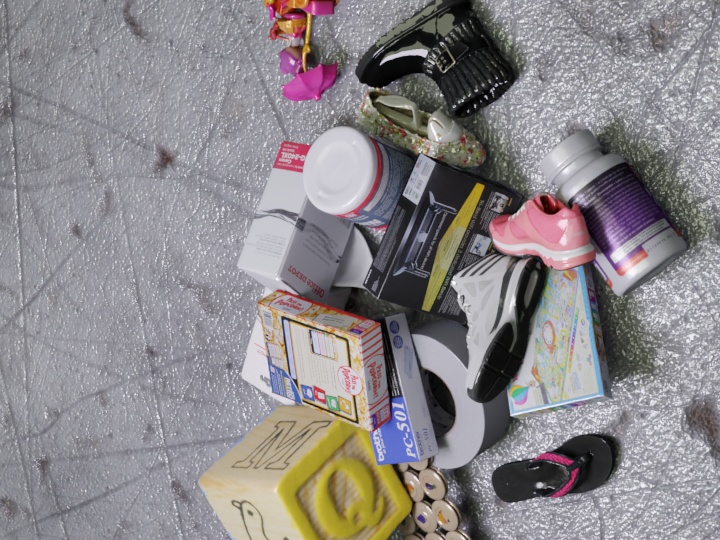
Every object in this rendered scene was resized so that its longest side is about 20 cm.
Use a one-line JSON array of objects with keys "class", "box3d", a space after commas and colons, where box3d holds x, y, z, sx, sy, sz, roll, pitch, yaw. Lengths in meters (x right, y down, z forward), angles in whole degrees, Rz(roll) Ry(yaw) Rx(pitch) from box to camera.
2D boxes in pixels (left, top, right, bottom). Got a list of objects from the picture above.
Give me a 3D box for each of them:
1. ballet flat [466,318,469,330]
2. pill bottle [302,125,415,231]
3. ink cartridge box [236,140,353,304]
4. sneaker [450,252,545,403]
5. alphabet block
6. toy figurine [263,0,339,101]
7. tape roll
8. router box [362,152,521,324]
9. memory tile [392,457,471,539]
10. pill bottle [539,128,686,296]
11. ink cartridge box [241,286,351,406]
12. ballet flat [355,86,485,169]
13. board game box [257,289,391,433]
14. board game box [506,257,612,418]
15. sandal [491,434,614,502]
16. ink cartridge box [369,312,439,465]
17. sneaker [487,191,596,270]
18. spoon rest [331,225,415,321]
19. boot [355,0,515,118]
[{"class": "ballet flat", "box3d": [0.233, 0.076, 1.615, 0.197, 0.067, 0.065, 2, 106, 33]}, {"class": "pill bottle", "box3d": [0.022, -0.120, 1.636, 0.118, 0.199, 0.122, -8, 76, 34]}, {"class": "ink cartridge box", "box3d": [-0.084, -0.064, 1.709, 0.082, 0.145, 0.203, 13, 76, 31]}, {"class": "sneaker", "box3d": [0.163, 0.071, 1.560, 0.114, 0.075, 0.203, 14, 78, 44]}, {"class": "alphabet block", "box3d": [-0.079, 0.326, 1.713, 0.199, 0.196, 0.197, -9, 117, 50]}, {"class": "toy figurine", "box3d": [-0.094, -0.348, 1.747, 0.199, 0.148, 0.187, 29, 122, 49]}, {"class": "tape roll", "box3d": [0.116, 0.176, 1.672, 0.199, 0.066, 0.203, 19, 119, 38]}, {"class": "router box", "box3d": [0.112, -0.041, 1.610, 0.052, 0.156, 0.202, 40, 109, 56]}, {"class": "memory tile", "box3d": [0.084, 0.340, 1.725, 0.152, 0.017, 0.202, -19, 97, 51]}, {"class": "pill bottle", "box3d": [0.320, -0.078, 1.517, 0.111, 0.111, 0.201, -41, 75, 29]}, {"class": "ink cartridge box", "box3d": [-0.102, 0.097, 1.828, 0.115, 0.068, 0.203, 27, 109, 26]}, {"class": "ballet flat", "box3d": [0.082, -0.200, 1.629, 0.198, 0.076, 0.064, 21, 140, 15]}, {"class": "board game box", "box3d": [-0.052, 0.125, 1.639, 0.198, 0.046, 0.154, 17, 124, 39]}, {"class": "board game box", "box3d": [0.251, 0.083, 1.553, 0.133, 0.034, 0.203, -16, 70, 29]}, {"class": "sandal", "box3d": [0.265, 0.285, 1.635, 0.198, 0.045, 0.076, -25, 83, 32]}, {"class": "ink cartridge box", "box3d": [0.043, 0.168, 1.649, 0.093, 0.044, 0.203, -16, 87, 49]}, {"class": "sneaker", "box3d": [0.234, -0.063, 1.517, 0.199, 0.073, 0.088, 22, 125, 60]}, {"class": "spoon rest", "box3d": [0.000, 0.000, 1.750, 0.199, 0.061, 0.100, 34, 87, 21]}, {"class": "boot", "box3d": [0.101, -0.276, 1.648, 0.210, 0.079, 0.159, -32, 79, 30]}]
